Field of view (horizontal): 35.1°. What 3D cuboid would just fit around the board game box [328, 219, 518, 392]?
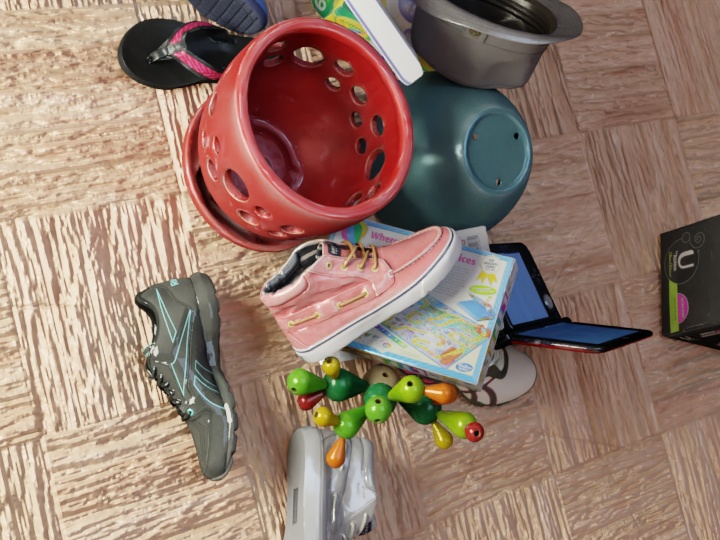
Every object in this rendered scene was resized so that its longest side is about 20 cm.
[{"bbox_3d":[0.048,0.030,1.167,0.034,0.197,0.137,53,54,-67],"label":"board game box"}]

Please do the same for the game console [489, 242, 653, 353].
[{"bbox_3d":[0.219,0.027,1.279,0.199,0.118,0.175,-4,67,-60],"label":"game console"}]

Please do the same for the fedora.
[{"bbox_3d":[0.134,-0.257,1.237,0.196,0.091,0.178,15,33,-7],"label":"fedora"}]

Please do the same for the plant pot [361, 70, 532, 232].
[{"bbox_3d":[0.115,-0.127,1.267,0.197,0.134,0.204,-1,91,-28],"label":"plant pot"}]

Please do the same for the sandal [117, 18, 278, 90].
[{"bbox_3d":[-0.159,-0.228,1.188,0.197,0.045,0.077,-2,80,-34],"label":"sandal"}]

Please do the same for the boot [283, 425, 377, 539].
[{"bbox_3d":[-0.025,0.260,1.139,0.094,0.073,0.204,11,72,-24],"label":"boot"}]

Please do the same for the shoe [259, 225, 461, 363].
[{"bbox_3d":[0.000,0.000,1.111,0.199,0.072,0.091,-35,117,3],"label":"shoe"}]

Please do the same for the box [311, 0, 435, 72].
[{"bbox_3d":[0.040,-0.306,1.340,0.198,0.048,0.119,31,63,-22],"label":"box"}]

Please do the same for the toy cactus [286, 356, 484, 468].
[{"bbox_3d":[0.024,0.137,1.160,0.196,0.165,0.104,4,97,1],"label":"toy cactus"}]

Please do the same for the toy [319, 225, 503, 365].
[{"bbox_3d":[0.048,0.031,1.212,0.047,0.196,0.117,51,28,-67],"label":"toy"}]

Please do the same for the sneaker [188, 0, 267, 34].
[{"bbox_3d":[-0.166,-0.335,1.195,0.200,0.074,0.083,43,57,-19],"label":"sneaker"}]

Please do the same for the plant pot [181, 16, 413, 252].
[{"bbox_3d":[-0.074,-0.126,1.136,0.197,0.182,0.204,8,74,-32],"label":"plant pot"}]

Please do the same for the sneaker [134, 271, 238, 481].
[{"bbox_3d":[-0.168,0.105,1.095,0.078,0.075,0.204,-6,74,-23],"label":"sneaker"}]

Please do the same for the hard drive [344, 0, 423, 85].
[{"bbox_3d":[0.016,-0.265,1.188,0.025,0.200,0.133,-34,103,10],"label":"hard drive"}]

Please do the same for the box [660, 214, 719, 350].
[{"bbox_3d":[0.514,0.025,1.528,0.197,0.124,0.151,13,71,-32],"label":"box"}]

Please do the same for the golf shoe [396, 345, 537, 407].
[{"bbox_3d":[0.133,0.105,1.277,0.197,0.088,0.079,14,69,-32],"label":"golf shoe"}]
